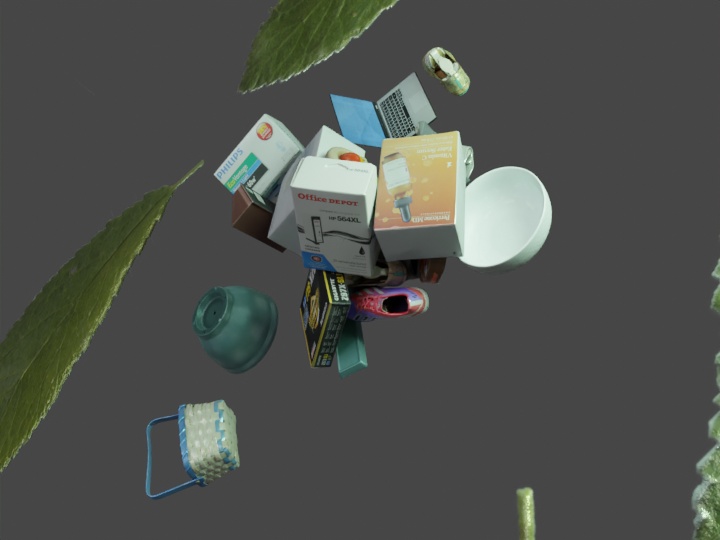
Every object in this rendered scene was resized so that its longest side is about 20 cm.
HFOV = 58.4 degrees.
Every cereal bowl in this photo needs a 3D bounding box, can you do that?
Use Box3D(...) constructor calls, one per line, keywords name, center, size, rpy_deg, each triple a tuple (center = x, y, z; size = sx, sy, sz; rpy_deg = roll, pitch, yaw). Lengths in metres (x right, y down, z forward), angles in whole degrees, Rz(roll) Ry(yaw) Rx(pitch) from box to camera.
Box3D(name="cereal bowl", center=(0.260, -0.081, 1.178), size=(0.196, 0.083, 0.205), rpy_deg=(-21, 52, 29))

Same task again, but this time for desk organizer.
Box3D(name="desk organizer", center=(-0.231, -0.120, 1.532), size=(0.077, 0.199, 0.072), rpy_deg=(-45, 56, 10))

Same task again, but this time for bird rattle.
Box3D(name="bird rattle", center=(-0.020, -0.194, 1.342), size=(0.114, 0.195, 0.165), rpy_deg=(-61, 40, 33))

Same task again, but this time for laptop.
Box3D(name="laptop", center=(0.050, -0.388, 1.521), size=(0.198, 0.115, 0.191), rpy_deg=(-34, 48, 19))

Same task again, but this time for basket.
Box3D(name="basket", center=(-0.361, 0.378, 1.372), size=(0.194, 0.141, 0.180), rpy_deg=(-12, 50, -3))

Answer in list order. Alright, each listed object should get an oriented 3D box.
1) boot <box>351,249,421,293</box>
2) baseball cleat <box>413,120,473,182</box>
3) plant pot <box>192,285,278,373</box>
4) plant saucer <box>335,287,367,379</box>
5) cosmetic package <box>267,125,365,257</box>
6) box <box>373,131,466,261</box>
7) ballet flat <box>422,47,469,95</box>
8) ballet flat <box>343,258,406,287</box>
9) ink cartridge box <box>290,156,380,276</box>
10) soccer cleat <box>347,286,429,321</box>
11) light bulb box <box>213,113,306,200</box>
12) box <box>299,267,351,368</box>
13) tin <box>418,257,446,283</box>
Box3D(name="boot", center=(0.036, -0.043, 1.341), size=(0.171, 0.069, 0.206), rpy_deg=(-19, 69, 32))
Box3D(name="baseball cleat", center=(0.183, -0.252, 1.371), size=(0.104, 0.070, 0.205), rpy_deg=(-26, 59, 17))
Box3D(name="plant pot", center=(-0.307, 0.119, 1.502), size=(0.196, 0.134, 0.205), rpy_deg=(-21, 52, 29))
Box3D(name="plant saucer", center=(-0.029, 0.122, 1.349), size=(0.069, 0.019, 0.204), rpy_deg=(-28, 49, 24))
Box3D(name="cosmetic package", center=(-0.100, -0.172, 1.453), size=(0.200, 0.121, 0.204), rpy_deg=(-41, 31, 46))
Box3D(name="box", center=(0.112, -0.134, 1.173), size=(0.148, 0.107, 0.205), rpy_deg=(-3, 60, 16))
Box3D(name="ballet flat", center=(0.189, -0.477, 1.493), size=(0.070, 0.070, 0.202), rpy_deg=(-40, 45, 13))
Box3D(name="ballet flat", center=(0.000, 0.000, 1.290), size=(0.196, 0.066, 0.070), rpy_deg=(-3, 90, 37))
Box3D(name="ink cartridge box", center=(-0.042, -0.096, 1.187), size=(0.141, 0.203, 0.086), rpy_deg=(8, 47, 13))
Box3D(name="soccer cleat", center=(0.037, 0.066, 1.270), size=(0.195, 0.072, 0.071), rpy_deg=(-6, 88, 33))
Box3D(name="light bulb box", center=(-0.239, -0.266, 1.616), size=(0.199, 0.125, 0.200), rpy_deg=(-47, 2, 8))
Box3D(name="box", center=(-0.076, 0.072, 1.316), size=(0.203, 0.048, 0.163), rpy_deg=(109, 156, -44))
Box3D(name="tin", center=(0.142, -0.072, 1.261), size=(0.040, 0.113, 0.205), rpy_deg=(4, 61, -1))
